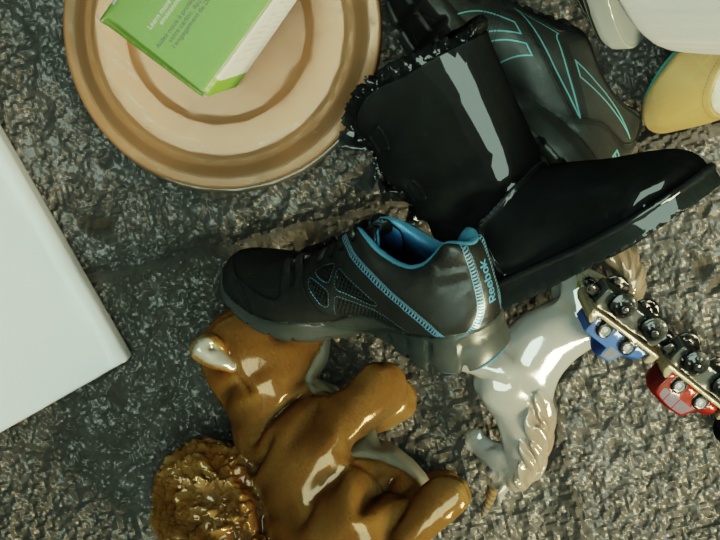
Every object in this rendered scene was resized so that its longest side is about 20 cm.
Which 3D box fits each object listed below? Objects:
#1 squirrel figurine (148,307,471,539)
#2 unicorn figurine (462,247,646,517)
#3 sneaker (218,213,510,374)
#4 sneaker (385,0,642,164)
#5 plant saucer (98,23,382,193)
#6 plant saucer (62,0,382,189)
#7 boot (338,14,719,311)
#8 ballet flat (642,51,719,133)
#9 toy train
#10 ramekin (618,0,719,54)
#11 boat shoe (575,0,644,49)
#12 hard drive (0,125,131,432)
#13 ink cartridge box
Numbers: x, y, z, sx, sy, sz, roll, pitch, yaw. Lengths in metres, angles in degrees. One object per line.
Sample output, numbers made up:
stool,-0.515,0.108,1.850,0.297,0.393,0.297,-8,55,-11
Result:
squirrel figurine,-0.053,0.121,1.340,0.200,0.142,0.187,-40,89,5
unicorn figurine,0.101,0.049,1.350,0.200,0.074,0.137,-43,90,11
sneaker,0.000,0.000,1.275,0.198,0.073,0.083,8,120,32
sneaker,0.093,-0.131,1.335,0.079,0.075,0.200,-41,89,-21
plant saucer,-0.084,-0.150,1.351,0.198,0.029,0.202,0,100,3
plant saucer,-0.086,-0.150,1.322,0.198,0.032,0.202,1,99,3
boot,0.094,-0.072,1.262,0.197,0.073,0.163,-28,89,30
ballet flat,0.258,-0.147,1.310,0.200,0.069,0.063,-44,51,7
toy train,0.203,0.067,1.340,0.199,0.034,0.046,37,108,-25
ramekin,0.213,-0.216,1.216,0.097,0.200,0.203,2,101,36
boat shoe,0.126,-0.231,1.315,0.063,0.071,0.202,-6,109,36
hard drive,-0.253,0.001,1.383,0.131,0.027,0.201,-29,96,6
ink cartridge box,-0.051,-0.203,1.223,0.075,0.148,0.201,35,97,-2
